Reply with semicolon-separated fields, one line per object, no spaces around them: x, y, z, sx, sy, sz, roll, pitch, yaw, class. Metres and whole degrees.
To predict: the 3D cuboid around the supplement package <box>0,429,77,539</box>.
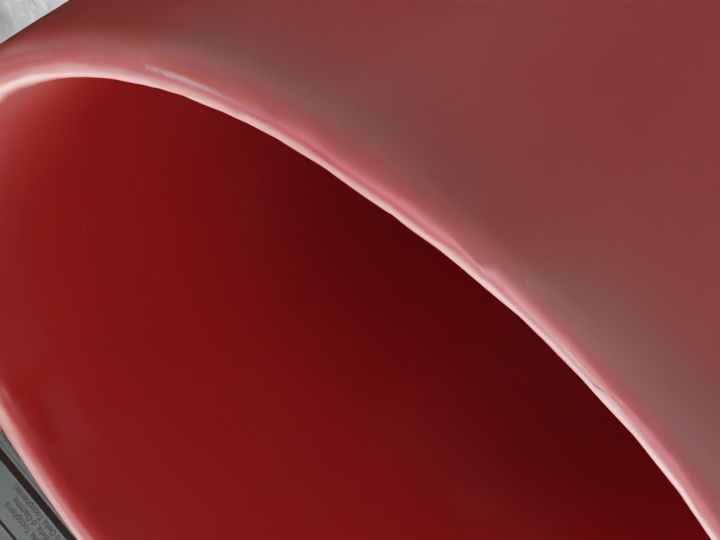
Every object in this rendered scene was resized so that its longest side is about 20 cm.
-0.143;0.163;1.083;0.200;0.111;0.155;53;151;-14;supplement package

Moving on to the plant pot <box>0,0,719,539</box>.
0.054;-0.010;0.504;0.200;0.177;0.201;34;151;22;plant pot
